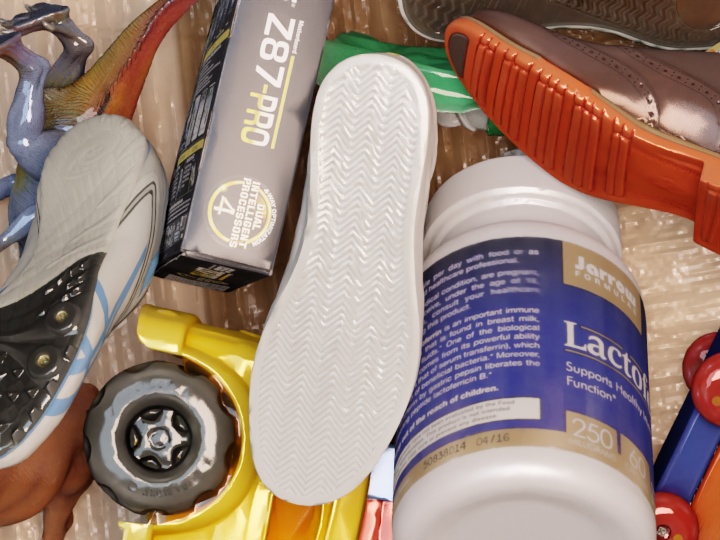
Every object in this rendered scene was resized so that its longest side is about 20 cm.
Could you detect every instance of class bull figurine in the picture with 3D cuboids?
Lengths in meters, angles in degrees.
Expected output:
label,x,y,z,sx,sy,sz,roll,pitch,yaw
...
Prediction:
label,x,y,z,sx,sy,sz,roll,pitch,yaw
bull figurine,-0.188,0.100,1.401,0.065,0.200,0.122,33,107,25

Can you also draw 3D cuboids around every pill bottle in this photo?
label,x,y,z,sx,sy,sz,roll,pitch,yaw
pill bottle,0.073,0.051,1.336,0.115,0.116,0.201,-11,45,14

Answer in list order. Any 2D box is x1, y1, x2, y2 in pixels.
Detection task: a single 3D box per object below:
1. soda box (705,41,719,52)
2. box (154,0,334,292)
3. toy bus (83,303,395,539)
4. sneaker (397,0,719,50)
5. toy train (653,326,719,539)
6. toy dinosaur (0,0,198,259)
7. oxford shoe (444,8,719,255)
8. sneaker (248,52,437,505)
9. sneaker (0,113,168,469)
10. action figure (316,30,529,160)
label,x,y,z,sx,sy,sz,roll,pitch,yaw
soda box,0.240,-0.030,1.364,0.064,0.068,0.201,-32,75,9
box,-0.054,-0.075,1.384,0.049,0.200,0.162,12,85,-7
toy bus,-0.039,0.129,1.398,0.191,0.136,0.201,11,87,1
sneaker,0.115,-0.154,1.418,0.199,0.085,0.073,1,120,-4
toy train,0.172,0.132,1.362,0.115,0.085,0.201,25,97,0
toy dinosaur,-0.151,-0.030,1.450,0.199,0.105,0.182,-9,109,16
oxford shoe,0.132,-0.071,1.336,0.199,0.071,0.073,30,64,10
sneaker,0.000,0.000,1.331,0.073,0.116,0.201,13,98,3
sneaker,-0.132,0.016,1.362,0.072,0.073,0.201,-4,46,26
action figure,0.082,-0.079,1.409,0.199,0.118,0.055,8,111,7
